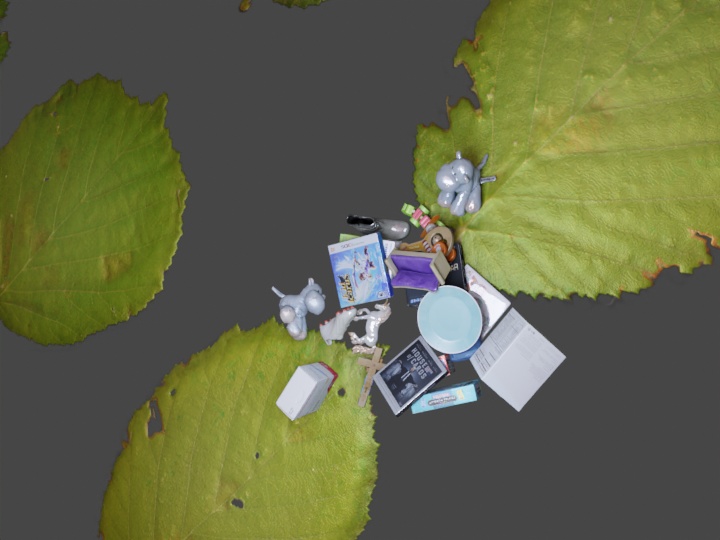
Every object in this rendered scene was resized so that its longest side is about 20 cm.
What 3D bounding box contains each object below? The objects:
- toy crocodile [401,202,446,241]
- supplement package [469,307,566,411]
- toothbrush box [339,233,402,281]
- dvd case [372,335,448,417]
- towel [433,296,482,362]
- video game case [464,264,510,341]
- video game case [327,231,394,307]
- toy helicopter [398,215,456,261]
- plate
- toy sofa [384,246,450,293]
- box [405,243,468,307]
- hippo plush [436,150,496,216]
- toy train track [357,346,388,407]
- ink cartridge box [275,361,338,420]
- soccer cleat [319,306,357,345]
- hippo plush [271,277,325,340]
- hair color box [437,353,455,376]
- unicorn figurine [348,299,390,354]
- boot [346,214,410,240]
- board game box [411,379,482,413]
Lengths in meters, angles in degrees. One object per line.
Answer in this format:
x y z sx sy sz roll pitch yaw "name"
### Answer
0.215 -0.150 1.739 0.200 0.061 0.068 45 100 18 "toy crocodile"
0.441 0.249 1.542 0.150 0.151 0.202 38 99 -9 "supplement package"
0.027 -0.035 1.776 0.193 0.086 0.152 9 97 22 "toothbrush box"
0.146 0.311 1.609 0.199 0.025 0.151 -41 49 3 "dvd case"
0.296 0.169 1.635 0.108 0.048 0.207 -15 95 24 "towel"
0.337 0.119 1.686 0.181 0.024 0.202 42 99 19 "video game case"
0.000 0.000 1.720 0.176 0.045 0.208 -13 90 24 "video game case"
0.200 -0.088 1.683 0.195 0.078 0.138 -12 75 36 "toy helicopter"
0.264 0.143 1.602 0.193 0.025 0.208 5 104 21 "plate"
0.164 -0.005 1.629 0.196 0.084 0.099 7 53 46 "toy sofa"
0.234 0.017 1.708 0.194 0.043 0.167 -12 75 25 "box"
0.313 -0.263 1.652 0.194 0.160 0.165 -21 77 17 "hippo plush"
0.029 0.344 1.773 0.111 0.033 0.207 16 98 -11 "toy train track"
-0.168 0.384 1.756 0.085 0.199 0.150 35 96 19 "ink cartridge box"
-0.065 0.181 1.782 0.199 0.068 0.080 -37 75 46 "soccer cleat"
-0.187 0.128 1.843 0.157 0.162 0.201 -28 33 -2 "hippo plush"
0.188 0.319 1.677 0.194 0.110 0.066 -21 78 16 "hair color box"
0.032 0.175 1.778 0.133 0.074 0.208 7 103 20 "unicorn figurine"
0.058 -0.142 1.760 0.193 0.130 0.071 5 87 21 "boot"
0.259 0.376 1.622 0.194 0.150 0.049 -16 80 18 "board game box"
